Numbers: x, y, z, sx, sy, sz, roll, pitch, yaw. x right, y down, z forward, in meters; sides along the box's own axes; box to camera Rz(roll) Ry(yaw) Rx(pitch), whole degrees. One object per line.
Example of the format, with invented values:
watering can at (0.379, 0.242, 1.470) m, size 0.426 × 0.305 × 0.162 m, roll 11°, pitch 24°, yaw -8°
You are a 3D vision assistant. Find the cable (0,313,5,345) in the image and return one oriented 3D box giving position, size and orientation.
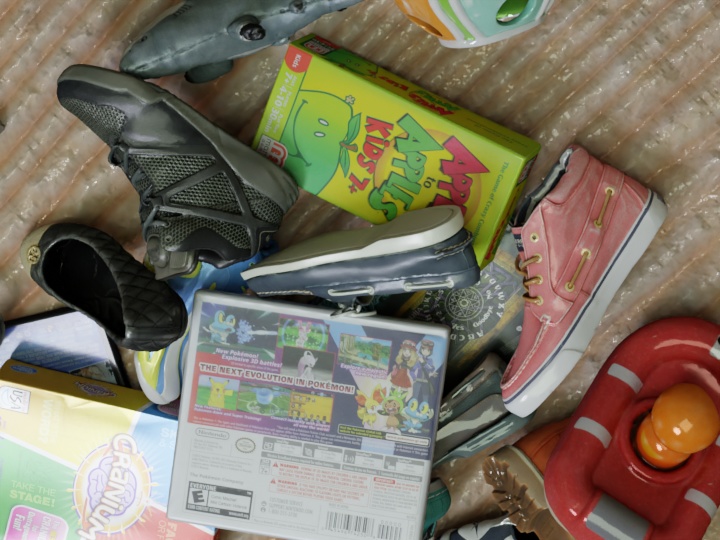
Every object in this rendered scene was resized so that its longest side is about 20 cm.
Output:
cable at (-0.353, 0.097, 1.781) m, size 0.097 × 0.050 × 0.200 m, roll 35°, pitch 112°, yaw 17°

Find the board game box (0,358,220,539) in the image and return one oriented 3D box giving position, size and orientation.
board game box at (-0.208, 0.168, 1.766) m, size 0.200 × 0.040 × 0.153 m, roll 12°, pitch 112°, yaw 4°

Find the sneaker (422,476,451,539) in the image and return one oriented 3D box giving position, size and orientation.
sneaker at (0.014, 0.242, 1.748) m, size 0.200 × 0.071 × 0.080 m, roll -42°, pitch 78°, yaw 33°

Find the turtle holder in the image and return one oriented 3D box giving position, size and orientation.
turtle holder at (0.092, -0.240, 1.550) m, size 0.141 × 0.185 × 0.132 m, roll 1°, pitch 113°, yaw 43°

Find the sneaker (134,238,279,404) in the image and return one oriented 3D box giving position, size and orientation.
sneaker at (-0.120, 0.016, 1.698) m, size 0.105 × 0.076 × 0.200 m, roll 6°, pitch 110°, yaw 6°

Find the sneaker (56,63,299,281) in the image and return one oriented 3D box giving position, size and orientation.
sneaker at (-0.154, -0.068, 1.610) m, size 0.199 × 0.076 × 0.114 m, roll 34°, pitch 71°, yaw -10°

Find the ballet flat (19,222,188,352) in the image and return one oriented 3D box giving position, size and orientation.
ballet flat at (-0.208, 0.008, 1.670) m, size 0.200 × 0.057 × 0.067 m, roll 26°, pitch 108°, yaw 44°

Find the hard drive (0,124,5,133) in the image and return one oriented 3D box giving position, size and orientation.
hard drive at (-0.398, -0.139, 1.711) m, size 0.132 × 0.026 × 0.200 m, roll -41°, pitch 100°, yaw 20°

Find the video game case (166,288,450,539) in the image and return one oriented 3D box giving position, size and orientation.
video game case at (-0.041, 0.117, 1.659) m, size 0.200 × 0.023 × 0.182 m, roll 9°, pitch 96°, yaw 7°

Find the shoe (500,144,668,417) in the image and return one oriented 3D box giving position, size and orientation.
shoe at (0.142, 0.006, 1.628) m, size 0.091 × 0.071 × 0.200 m, roll 34°, pitch 85°, yaw -9°

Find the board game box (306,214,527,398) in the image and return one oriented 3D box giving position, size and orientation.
board game box at (0.059, 0.035, 1.701) m, size 0.200 × 0.028 × 0.135 m, roll -35°, pitch 101°, yaw 20°

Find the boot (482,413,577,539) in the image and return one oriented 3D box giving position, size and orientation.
boot at (0.195, 0.202, 1.684) m, size 0.107 × 0.075 × 0.200 m, roll -29°, pitch 79°, yaw -25°

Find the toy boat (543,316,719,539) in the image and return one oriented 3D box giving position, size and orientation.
toy boat at (0.231, 0.121, 1.616) m, size 0.130 × 0.200 × 0.131 m, roll 33°, pitch 155°, yaw 0°

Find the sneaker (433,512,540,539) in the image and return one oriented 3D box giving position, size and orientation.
sneaker at (0.153, 0.275, 1.748) m, size 0.130 × 0.079 × 0.199 m, roll -34°, pitch 92°, yaw 27°

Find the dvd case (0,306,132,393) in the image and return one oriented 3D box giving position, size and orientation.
dvd case at (-0.250, 0.131, 1.792) m, size 0.143 × 0.018 × 0.200 m, roll -13°, pitch 107°, yaw 13°

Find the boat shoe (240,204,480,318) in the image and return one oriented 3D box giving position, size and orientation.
boat shoe at (0.000, 0.000, 1.610) m, size 0.200 × 0.075 × 0.062 m, roll -13°, pitch 107°, yaw 30°

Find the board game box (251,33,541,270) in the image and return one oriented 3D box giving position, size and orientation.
board game box at (0.024, -0.089, 1.629) m, size 0.200 × 0.048 × 0.102 m, roll 27°, pitch 112°, yaw 12°

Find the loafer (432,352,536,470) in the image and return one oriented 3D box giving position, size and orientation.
loafer at (0.038, 0.131, 1.695) m, size 0.200 × 0.072 × 0.063 m, roll -29°, pitch 100°, yaw 7°

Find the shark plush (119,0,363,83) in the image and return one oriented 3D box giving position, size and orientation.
shark plush at (-0.078, -0.177, 1.615) m, size 0.200 × 0.083 × 0.091 m, roll -2°, pitch 110°, yaw 10°
